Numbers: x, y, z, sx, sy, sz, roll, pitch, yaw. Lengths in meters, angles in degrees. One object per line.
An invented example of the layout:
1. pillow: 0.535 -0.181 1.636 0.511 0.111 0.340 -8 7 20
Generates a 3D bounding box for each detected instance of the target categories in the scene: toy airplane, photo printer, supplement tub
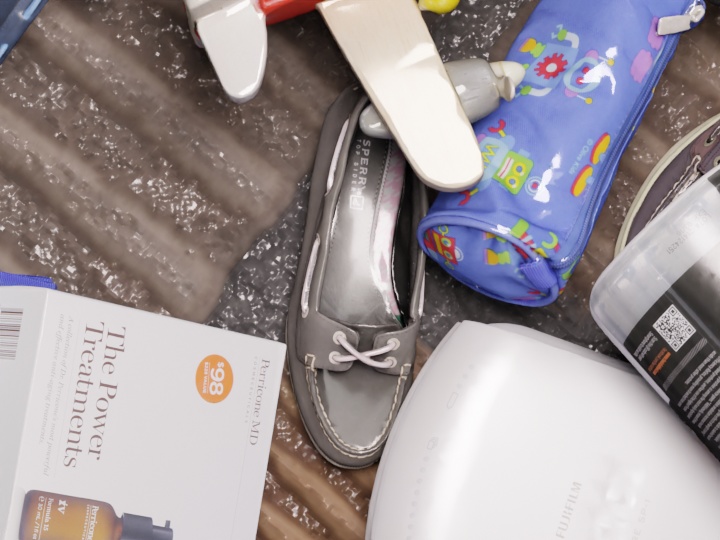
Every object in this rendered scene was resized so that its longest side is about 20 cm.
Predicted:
1. toy airplane: 0.003 -0.157 1.346 0.199 0.141 0.200 19 95 18
2. photo printer: 0.107 0.123 1.381 0.200 0.069 0.166 20 82 -7
3. supplement tub: 0.216 0.050 1.317 0.123 0.123 0.200 -38 77 -9

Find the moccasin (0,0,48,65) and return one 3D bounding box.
1. moccasin: -0.149 -0.164 1.384 0.200 0.080 0.068 -42 97 5

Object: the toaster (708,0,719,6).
1. toaster: 0.243 -0.229 1.353 0.119 0.181 0.200 9 61 -9

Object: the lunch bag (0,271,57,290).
1. lunch bag: -0.252 0.075 1.321 0.200 0.127 0.170 9 84 -19

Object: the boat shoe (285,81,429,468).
1. boat shoe: 0.000 0.000 1.387 0.067 0.057 0.200 5 84 -9

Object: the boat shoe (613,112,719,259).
1. boat shoe: 0.211 -0.058 1.416 0.200 0.065 0.072 -43 92 -9

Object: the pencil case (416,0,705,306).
1. pencil case: 0.107 -0.079 1.382 0.078 0.087 0.200 47 66 -45

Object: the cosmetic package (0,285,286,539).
1. cosmetic package: -0.121 0.119 1.329 0.151 0.052 0.200 14 82 -42
